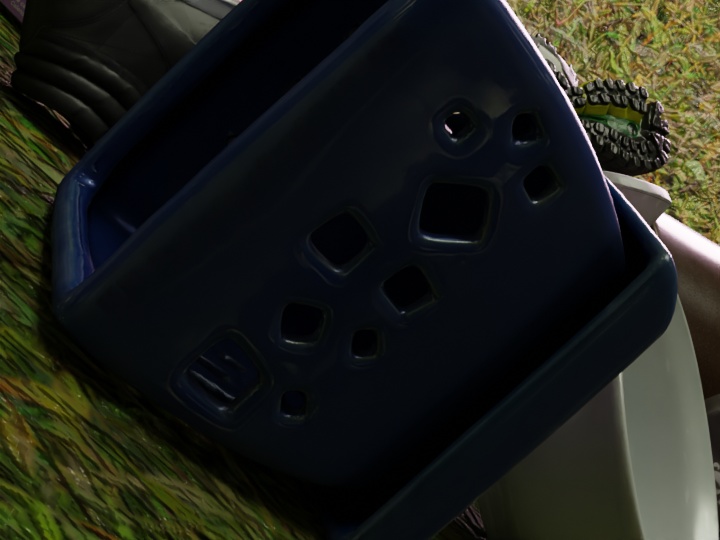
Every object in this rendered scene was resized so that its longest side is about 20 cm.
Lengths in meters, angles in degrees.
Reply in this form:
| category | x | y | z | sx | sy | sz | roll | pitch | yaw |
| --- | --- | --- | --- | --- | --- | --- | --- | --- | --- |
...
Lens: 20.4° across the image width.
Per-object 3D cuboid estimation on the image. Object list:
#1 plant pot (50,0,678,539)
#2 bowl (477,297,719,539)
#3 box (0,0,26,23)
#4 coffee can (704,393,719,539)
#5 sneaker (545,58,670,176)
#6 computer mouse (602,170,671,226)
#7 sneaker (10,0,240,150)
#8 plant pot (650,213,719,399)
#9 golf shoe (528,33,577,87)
| category | x | y | z | sx | sy | sz | roll | pitch | yaw |
| --- | --- | --- | --- | --- | --- | --- | --- | --- | --- |
| plant pot | 0.005 | -0.014 | 0.806 | 0.180 | 0.200 | 0.200 | 47 | 6 | -19 |
| bowl | 0.109 | 0.091 | 0.967 | 0.201 | 0.090 | 0.203 | -8 | 90 | -70 |
| box | -0.120 | -0.106 | 1.170 | 0.200 | 0.039 | 0.137 | 45 | 8 | 10 |
| coffee can | 0.242 | 0.180 | 1.087 | 0.146 | 0.146 | 0.200 | 35 | 12 | -42 |
| sneaker | 0.103 | -0.085 | 1.268 | 0.199 | 0.085 | 0.079 | 14 | 62 | -38 |
| computer mouse | 0.100 | -0.038 | 1.223 | 0.109 | 0.044 | 0.199 | 18 | -7 | -40 |
| sneaker | -0.088 | -0.094 | 1.016 | 0.199 | 0.100 | 0.071 | 21 | 5 | -26 |
| plant pot | 0.188 | 0.053 | 1.311 | 0.198 | 0.200 | 0.200 | 32 | 14 | -39 |
| golf shoe | 0.056 | -0.121 | 1.311 | 0.199 | 0.078 | 0.095 | 16 | 45 | -23 |
